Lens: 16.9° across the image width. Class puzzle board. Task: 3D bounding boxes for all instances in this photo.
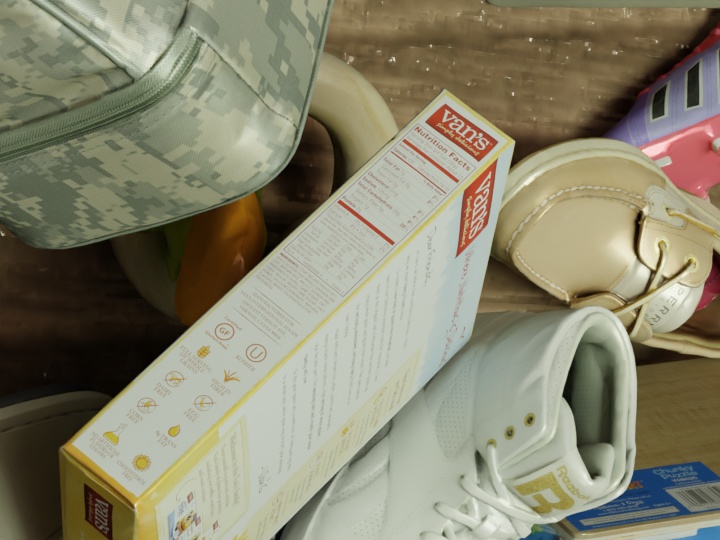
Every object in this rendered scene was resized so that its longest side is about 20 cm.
[{"bbox_3d":[0.145,0.077,1.050,0.199,0.151,0.017,-6,112,-23],"label":"puzzle board"}]

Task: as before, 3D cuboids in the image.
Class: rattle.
[{"bbox_3d":[0.000,0.000,0.959,0.200,0.143,0.130,41,79,-36],"label":"rattle"}]

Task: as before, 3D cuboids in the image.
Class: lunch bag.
[{"bbox_3d":[-0.103,-0.133,0.796,0.168,0.139,0.201,41,50,-41],"label":"lunch bag"}]

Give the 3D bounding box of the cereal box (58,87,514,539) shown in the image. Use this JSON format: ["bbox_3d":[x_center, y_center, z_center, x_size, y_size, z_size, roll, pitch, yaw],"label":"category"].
[{"bbox_3d":[-0.026,0.042,0.873,0.200,0.039,0.144,-44,161,-27],"label":"cereal box"}]

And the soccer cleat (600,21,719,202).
[{"bbox_3d":[0.177,-0.088,1.150,0.200,0.067,0.077,-26,65,-22],"label":"soccer cleat"}]

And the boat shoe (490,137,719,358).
[{"bbox_3d":[0.126,-0.003,1.069,0.074,0.069,0.200,-49,146,20],"label":"boat shoe"}]

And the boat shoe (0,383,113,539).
[{"bbox_3d":[-0.178,0.087,0.864,0.200,0.063,0.073,-28,131,-21],"label":"boat shoe"}]

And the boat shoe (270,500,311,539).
[{"bbox_3d":[-0.050,0.142,0.987,0.091,0.071,0.201,3,85,-37],"label":"boat shoe"}]

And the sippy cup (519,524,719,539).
[{"bbox_3d":[0.112,0.140,1.068,0.140,0.130,0.178,37,72,-35],"label":"sippy cup"}]

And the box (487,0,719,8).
[{"bbox_3d":[0.104,-0.186,0.988,0.128,0.200,0.109,41,71,-33],"label":"box"}]

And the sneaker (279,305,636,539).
[{"bbox_3d":[0.038,0.095,0.942,0.074,0.115,0.200,39,61,-28],"label":"sneaker"}]
